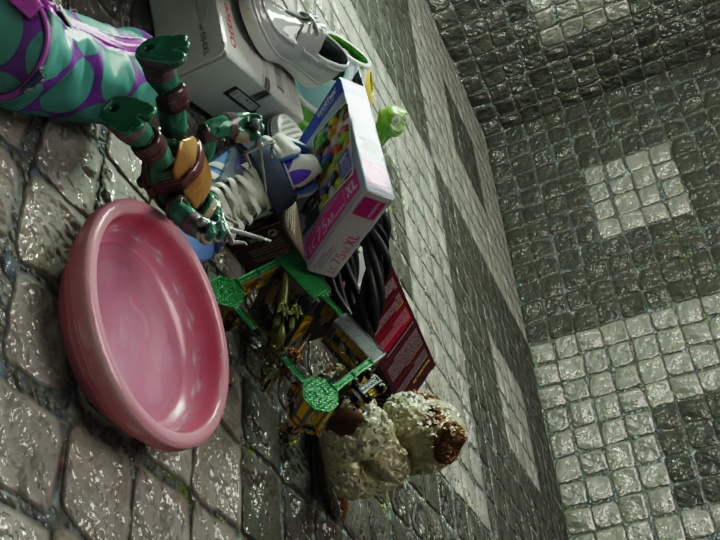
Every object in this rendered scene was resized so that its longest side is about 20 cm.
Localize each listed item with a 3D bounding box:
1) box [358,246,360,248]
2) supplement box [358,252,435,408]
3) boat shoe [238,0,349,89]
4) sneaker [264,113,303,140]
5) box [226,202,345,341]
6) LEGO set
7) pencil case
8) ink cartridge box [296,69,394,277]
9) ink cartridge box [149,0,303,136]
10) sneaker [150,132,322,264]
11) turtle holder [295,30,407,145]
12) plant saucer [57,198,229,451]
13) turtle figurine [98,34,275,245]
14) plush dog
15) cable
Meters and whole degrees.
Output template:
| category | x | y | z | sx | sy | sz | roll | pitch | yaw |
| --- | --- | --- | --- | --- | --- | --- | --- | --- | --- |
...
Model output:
| category | x | y | z | sx | sy | sz | roll | pitch | yaw |
| --- | --- | --- | --- | --- | --- | --- | --- | --- | --- |
| box | -0.049 | -0.097 | 1.293 | 0.200 | 0.048 | 0.161 | -53 | 124 | -71 |
| supplement box | 0.026 | 0.087 | 1.271 | 0.109 | 0.060 | 0.202 | -48 | 123 | -42 |
| boat shoe | -0.070 | -0.267 | 1.050 | 0.200 | 0.068 | 0.073 | 34 | 40 | -62 |
| sneaker | -0.084 | -0.098 | 1.117 | 0.079 | 0.078 | 0.201 | -83 | 153 | -45 |
| box | -0.079 | -0.018 | 1.072 | 0.101 | 0.074 | 0.201 | -92 | 157 | -43 |
| LEGO set | -0.077 | 0.087 | 0.895 | 0.199 | 0.116 | 0.154 | 40 | 41 | 8 |
| pencil case | -0.221 | -0.161 | 0.702 | 0.086 | 0.092 | 0.200 | 59 | 14 | 4 |
| ink cartridge box | -0.026 | -0.108 | 0.935 | 0.041 | 0.120 | 0.202 | 17 | 42 | -27 |
| ink cartridge box | -0.152 | -0.255 | 1.043 | 0.200 | 0.083 | 0.148 | 30 | 45 | -66 |
| sneaker | -0.111 | -0.078 | 0.884 | 0.201 | 0.144 | 0.082 | -76 | 144 | -64 |
| turtle holder | -0.037 | -0.230 | 1.219 | 0.185 | 0.132 | 0.141 | 43 | 23 | 12 |
| plant saucer | -0.173 | 0.046 | 0.725 | 0.200 | 0.050 | 0.204 | -19 | 91 | -74 |
| turtle figurine | -0.139 | -0.086 | 0.756 | 0.201 | 0.099 | 0.152 | 65 | 22 | -53 |
| plush dog | 0.039 | 0.195 | 1.035 | 0.200 | 0.169 | 0.163 | -133 | -146 | -75 |
| cable | 0.000 | 0.000 | 0.979 | 0.163 | 0.050 | 0.204 | 154 | -67 | -68 |
